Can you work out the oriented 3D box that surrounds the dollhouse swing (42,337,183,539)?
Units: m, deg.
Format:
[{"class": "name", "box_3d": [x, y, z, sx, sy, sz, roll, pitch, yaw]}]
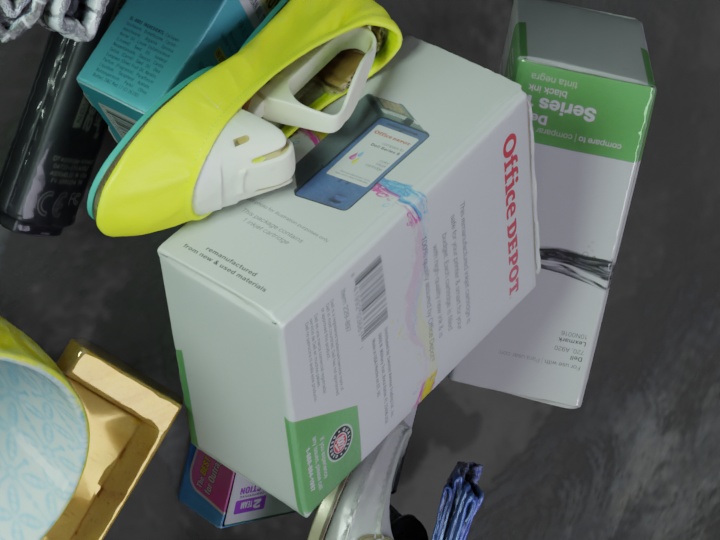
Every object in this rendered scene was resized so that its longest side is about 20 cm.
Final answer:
[{"class": "dollhouse swing", "box_3d": [-0.216, 0.109, 1.258, 0.201, 0.175, 0.182, -60, -177, -3]}]

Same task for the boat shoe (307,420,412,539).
[{"class": "boat shoe", "box_3d": [-0.001, 0.179, 1.400, 0.075, 0.068, 0.201, 60, 48, -77]}]

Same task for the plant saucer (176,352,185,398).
[{"class": "plant saucer", "box_3d": [-0.017, 0.014, 1.349, 0.199, 0.036, 0.201, -28, 130, -39]}]

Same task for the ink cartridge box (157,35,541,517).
[{"class": "ink cartridge box", "box_3d": [0.000, 0.000, 1.244, 0.200, 0.087, 0.146, -42, 145, -30]}]

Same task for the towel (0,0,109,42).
[{"class": "towel", "box_3d": [-0.158, -0.214, 1.024, 0.085, 0.165, 0.201, 0, 112, -42]}]

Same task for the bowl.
[{"class": "bowl", "box_3d": [-0.233, 0.070, 1.108, 0.199, 0.108, 0.201, -22, 144, -18]}]

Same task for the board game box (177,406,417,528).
[{"class": "board game box", "box_3d": [-0.020, 0.043, 1.432, 0.152, 0.040, 0.201, -5, 116, -47]}]

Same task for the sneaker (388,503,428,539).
[{"class": "sneaker", "box_3d": [-0.026, 0.183, 1.490, 0.200, 0.075, 0.114, 30, 84, -53]}]

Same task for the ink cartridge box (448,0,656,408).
[{"class": "ink cartridge box", "box_3d": [0.109, -0.041, 1.437, 0.146, 0.084, 0.201, -82, -176, -70]}]

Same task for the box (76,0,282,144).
[{"class": "box", "box_3d": [-0.060, -0.149, 1.232, 0.201, 0.049, 0.082, -59, 158, -14]}]

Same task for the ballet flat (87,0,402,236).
[{"class": "ballet flat", "box_3d": [-0.047, -0.075, 1.182, 0.200, 0.067, 0.067, -46, 156, -37]}]

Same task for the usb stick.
[{"class": "usb stick", "box_3d": [-0.132, -0.113, 1.218, 0.055, 0.032, 0.201, 3, 110, -60]}]

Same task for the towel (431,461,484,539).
[{"class": "towel", "box_3d": [0.050, 0.189, 1.487, 0.200, 0.024, 0.146, 14, 90, -86]}]
